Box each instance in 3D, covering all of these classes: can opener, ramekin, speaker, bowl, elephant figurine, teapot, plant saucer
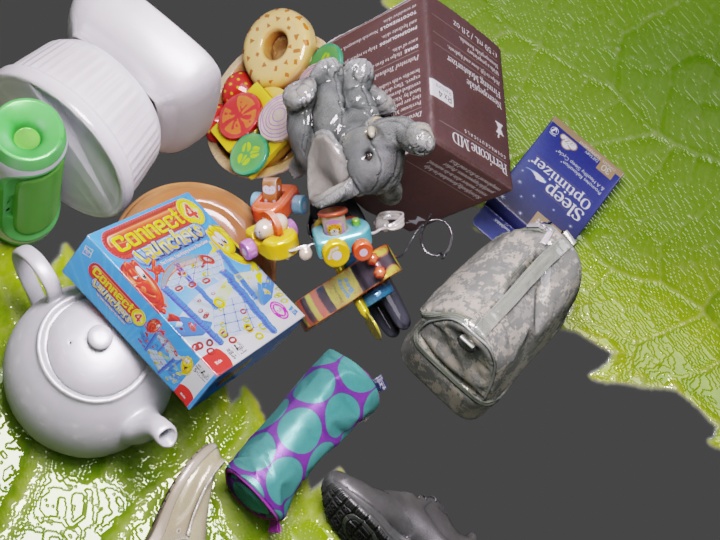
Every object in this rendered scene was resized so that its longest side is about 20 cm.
[{"bbox_3d":[0.001,-0.014,1.540,0.078,0.063,0.202,-24,75,-25],"label":"can opener"},{"bbox_3d":[-0.309,-0.164,1.434,0.202,0.203,0.094,39,60,3],"label":"ramekin"},{"bbox_3d":[-0.361,-0.101,1.388,0.087,0.200,0.090,7,64,-14],"label":"speaker"},{"bbox_3d":[-0.261,-0.225,1.478,0.199,0.200,0.075,40,66,2],"label":"bowl"},{"bbox_3d":[-0.003,-0.123,1.378,0.140,0.156,0.201,-28,51,-2],"label":"elephant figurine"},{"bbox_3d":[-0.284,0.090,1.358,0.197,0.146,0.200,11,63,-11],"label":"teapot"},{"bbox_3d":[-0.191,-0.015,1.496,0.197,0.038,0.203,6,65,-14],"label":"plant saucer"}]

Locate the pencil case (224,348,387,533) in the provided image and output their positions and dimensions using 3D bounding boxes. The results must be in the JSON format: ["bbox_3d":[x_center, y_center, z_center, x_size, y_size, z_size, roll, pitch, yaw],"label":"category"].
[{"bbox_3d":[-0.060,0.182,1.420,0.200,0.085,0.093,-46,110,-28],"label":"pencil case"}]

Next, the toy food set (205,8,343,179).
[{"bbox_3d":[-0.104,-0.203,1.540,0.200,0.049,0.198,-45,54,5],"label":"toy food set"}]

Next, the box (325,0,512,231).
[{"bbox_3d":[0.067,-0.185,1.548,0.165,0.163,0.203,24,55,-46],"label":"box"}]

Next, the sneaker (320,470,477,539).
[{"bbox_3d":[0.044,0.278,1.426,0.199,0.076,0.091,39,53,-7],"label":"sneaker"}]

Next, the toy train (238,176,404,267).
[{"bbox_3d":[-0.057,-0.066,1.445,0.197,0.056,0.150,7,35,28],"label":"toy train"}]

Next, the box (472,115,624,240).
[{"bbox_3d":[0.244,-0.095,1.671,0.121,0.032,0.200,39,62,2],"label":"box"}]

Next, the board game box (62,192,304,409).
[{"bbox_3d":[-0.182,0.025,1.373,0.196,0.056,0.200,46,29,5],"label":"board game box"}]

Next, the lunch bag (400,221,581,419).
[{"bbox_3d":[0.160,0.049,1.502,0.139,0.168,0.200,44,61,5],"label":"lunch bag"}]

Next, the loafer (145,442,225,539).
[{"bbox_3d":[-0.187,0.277,1.349,0.068,0.076,0.202,28,71,-4],"label":"loafer"}]

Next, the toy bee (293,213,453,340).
[{"bbox_3d":[0.000,0.000,1.459,0.130,0.109,0.201,38,97,7],"label":"toy bee"}]
